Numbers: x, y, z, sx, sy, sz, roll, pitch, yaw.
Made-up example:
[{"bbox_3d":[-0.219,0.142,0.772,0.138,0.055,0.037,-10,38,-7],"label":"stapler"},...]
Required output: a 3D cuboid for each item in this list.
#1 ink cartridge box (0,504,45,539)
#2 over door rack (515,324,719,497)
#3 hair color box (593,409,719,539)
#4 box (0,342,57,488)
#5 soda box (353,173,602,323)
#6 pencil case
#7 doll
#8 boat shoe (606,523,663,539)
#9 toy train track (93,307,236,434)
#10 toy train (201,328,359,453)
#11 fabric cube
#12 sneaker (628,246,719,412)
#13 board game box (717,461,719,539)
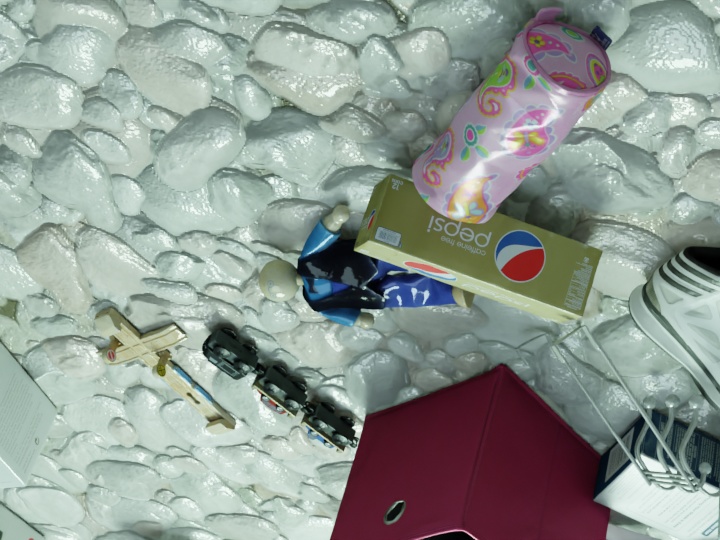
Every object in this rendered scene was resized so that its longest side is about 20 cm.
[{"bbox_3d":[-0.486,0.330,2.104,0.084,0.146,0.200,-24,125,36],"label":"ink cartridge box"},{"bbox_3d":[0.245,0.118,1.608,0.200,0.067,0.148,44,170,-2],"label":"over door rack"},{"bbox_3d":[0.341,0.220,1.749,0.200,0.061,0.100,26,139,-8],"label":"hair color box"},{"bbox_3d":[-0.449,0.136,1.904,0.152,0.106,0.200,-7,134,27],"label":"box"},{"bbox_3d":[0.101,-0.017,1.540,0.200,0.064,0.068,20,170,-9],"label":"soda box"},{"bbox_3d":[0.120,-0.121,1.435,0.087,0.087,0.200,27,138,-11],"label":"pencil case"},{"bbox_3d":[0.000,0.000,1.635,0.200,0.048,0.136,-4,124,22],"label":"doll"},{"bbox_3d":[0.306,0.308,1.803,0.200,0.068,0.072,14,172,37],"label":"boat shoe"},{"bbox_3d":[-0.204,0.114,1.848,0.115,0.033,0.200,-20,128,36],"label":"toy train track"},{"bbox_3d":[-0.082,0.126,1.817,0.200,0.034,0.046,38,139,-22],"label":"toy train"},{"bbox_3d":[0.110,0.248,1.758,0.196,0.199,0.200,-24,125,39],"label":"fabric cube"},{"bbox_3d":[0.336,0.059,1.535,0.200,0.076,0.115,41,135,2],"label":"sneaker"},{"bbox_3d":[0.400,0.165,1.639,0.135,0.028,0.200,3,116,16],"label":"board game box"}]
